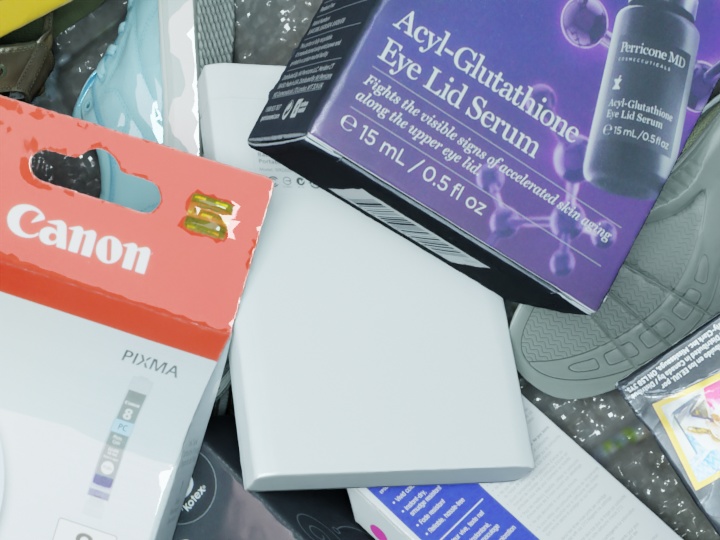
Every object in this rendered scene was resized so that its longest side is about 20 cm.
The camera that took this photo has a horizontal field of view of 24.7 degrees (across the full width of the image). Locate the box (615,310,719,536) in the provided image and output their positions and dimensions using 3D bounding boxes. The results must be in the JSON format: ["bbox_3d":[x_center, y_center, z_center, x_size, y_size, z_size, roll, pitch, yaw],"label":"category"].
[{"bbox_3d":[0.197,0.057,0.661,0.132,0.200,0.115,-36,78,9],"label":"box"}]

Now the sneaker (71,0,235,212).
[{"bbox_3d":[-0.110,-0.098,0.830,0.082,0.074,0.201,-1,83,12],"label":"sneaker"}]

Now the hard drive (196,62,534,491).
[{"bbox_3d":[0.000,0.000,0.753,0.131,0.027,0.201,1,64,-21],"label":"hard drive"}]

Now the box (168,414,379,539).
[{"bbox_3d":[-0.027,0.167,0.751,0.200,0.122,0.106,41,97,16],"label":"box"}]

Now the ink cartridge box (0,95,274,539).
[{"bbox_3d":[-0.140,0.034,0.697,0.159,0.047,0.201,17,91,7],"label":"ink cartridge box"}]

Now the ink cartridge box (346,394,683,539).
[{"bbox_3d":[0.069,0.116,0.753,0.200,0.037,0.095,43,61,14],"label":"ink cartridge box"}]

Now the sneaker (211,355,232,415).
[{"bbox_3d":[-0.107,0.070,0.812,0.200,0.077,0.078,-52,42,23],"label":"sneaker"}]

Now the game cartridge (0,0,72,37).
[{"bbox_3d":[-0.157,-0.186,0.801,0.199,0.033,0.176,-28,42,-8],"label":"game cartridge"}]

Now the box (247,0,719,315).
[{"bbox_3d":[0.068,-0.104,0.701,0.148,0.104,0.201,29,85,-17],"label":"box"}]

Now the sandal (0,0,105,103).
[{"bbox_3d":[-0.195,-0.102,0.854,0.201,0.080,0.057,-37,71,19],"label":"sandal"}]

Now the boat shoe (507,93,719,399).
[{"bbox_3d":[0.148,-0.023,0.761,0.074,0.065,0.202,40,101,-3],"label":"boat shoe"}]
